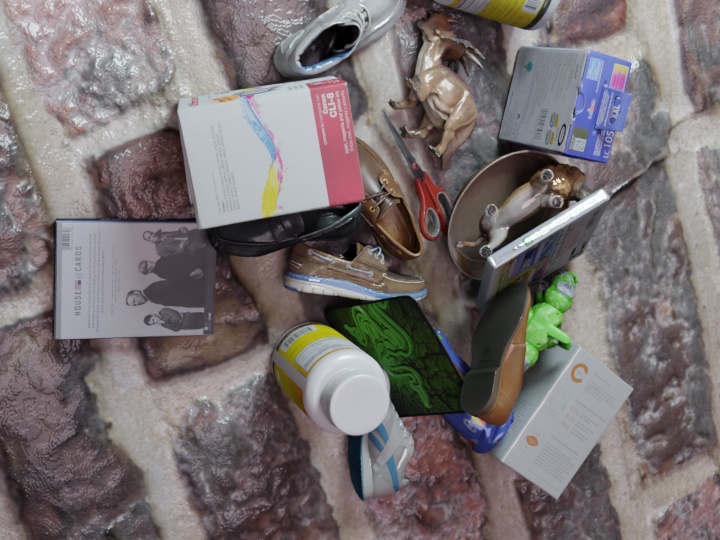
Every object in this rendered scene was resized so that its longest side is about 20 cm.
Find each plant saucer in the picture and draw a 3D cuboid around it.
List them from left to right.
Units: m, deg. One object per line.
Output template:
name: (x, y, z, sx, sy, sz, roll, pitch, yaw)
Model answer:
plant saucer: (0.199, -0.079, 1.475, 0.200, 0.034, 0.200, -15, 124, -23)

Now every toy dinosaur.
toy dinosaur: (0.117, -0.232, 1.409, 0.136, 0.086, 0.200, -34, 118, -19)

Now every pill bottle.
pill bottle: (-0.036, 0.141, 1.363, 0.109, 0.200, 0.109, -5, 104, -20)
pill bottle: (0.153, -0.386, 1.367, 0.200, 0.111, 0.111, 12, 97, -20)

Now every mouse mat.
mouse mat: (0.054, 0.120, 1.431, 0.200, 0.161, 0.008, 60, 44, -21)

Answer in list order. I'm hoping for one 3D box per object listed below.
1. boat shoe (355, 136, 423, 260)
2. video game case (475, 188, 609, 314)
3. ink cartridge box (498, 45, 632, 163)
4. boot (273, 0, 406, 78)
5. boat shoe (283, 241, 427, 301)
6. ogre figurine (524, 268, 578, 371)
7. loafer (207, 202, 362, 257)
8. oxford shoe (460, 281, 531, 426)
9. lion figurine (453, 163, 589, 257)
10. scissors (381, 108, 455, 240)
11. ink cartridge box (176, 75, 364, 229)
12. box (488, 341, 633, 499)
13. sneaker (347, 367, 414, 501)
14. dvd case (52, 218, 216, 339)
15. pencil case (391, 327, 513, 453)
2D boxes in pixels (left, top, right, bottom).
boat shoe: (0.026, -0.097, 1.407, 0.072, 0.068, 0.200, -38, 113, -10)
video game case: (0.242, -0.021, 1.449, 0.182, 0.200, 0.022, -31, 72, -9)
ink cartridge box: (0.275, -0.219, 1.406, 0.076, 0.200, 0.137, 9, 99, -23)
boot: (-0.011, -0.300, 1.331, 0.200, 0.096, 0.074, -37, 113, -10)
boat shoe: (0.000, 0.000, 1.417, 0.200, 0.072, 0.072, 6, 98, -23)
ogre figurine: (0.252, 0.081, 1.502, 0.200, 0.120, 0.098, -37, 80, -5)
loafer: (-0.093, -0.064, 1.350, 0.200, 0.070, 0.068, -9, 67, -22)
oxford shoe: (0.191, 0.111, 1.416, 0.071, 0.071, 0.200, 35, 66, -34)
lion figurine: (0.211, -0.082, 1.412, 0.200, 0.122, 0.073, -27, 91, 5)
scissors: (0.081, -0.133, 1.445, 0.073, 0.014, 0.200, -31, 105, -39)
ink cartridge box: (-0.112, -0.145, 1.278, 0.200, 0.145, 0.145, -11, 105, -6)
box: (0.280, 0.210, 1.563, 0.124, 0.097, 0.200, 37, 88, -24)
sneaker: (0.029, 0.221, 1.480, 0.081, 0.077, 0.200, -7, 114, -18)
dvd case: (-0.280, 0.010, 1.333, 0.200, 0.025, 0.150, 0, 102, -21)
pencil case: (0.132, 0.163, 1.482, 0.087, 0.078, 0.200, -41, 102, 12)
